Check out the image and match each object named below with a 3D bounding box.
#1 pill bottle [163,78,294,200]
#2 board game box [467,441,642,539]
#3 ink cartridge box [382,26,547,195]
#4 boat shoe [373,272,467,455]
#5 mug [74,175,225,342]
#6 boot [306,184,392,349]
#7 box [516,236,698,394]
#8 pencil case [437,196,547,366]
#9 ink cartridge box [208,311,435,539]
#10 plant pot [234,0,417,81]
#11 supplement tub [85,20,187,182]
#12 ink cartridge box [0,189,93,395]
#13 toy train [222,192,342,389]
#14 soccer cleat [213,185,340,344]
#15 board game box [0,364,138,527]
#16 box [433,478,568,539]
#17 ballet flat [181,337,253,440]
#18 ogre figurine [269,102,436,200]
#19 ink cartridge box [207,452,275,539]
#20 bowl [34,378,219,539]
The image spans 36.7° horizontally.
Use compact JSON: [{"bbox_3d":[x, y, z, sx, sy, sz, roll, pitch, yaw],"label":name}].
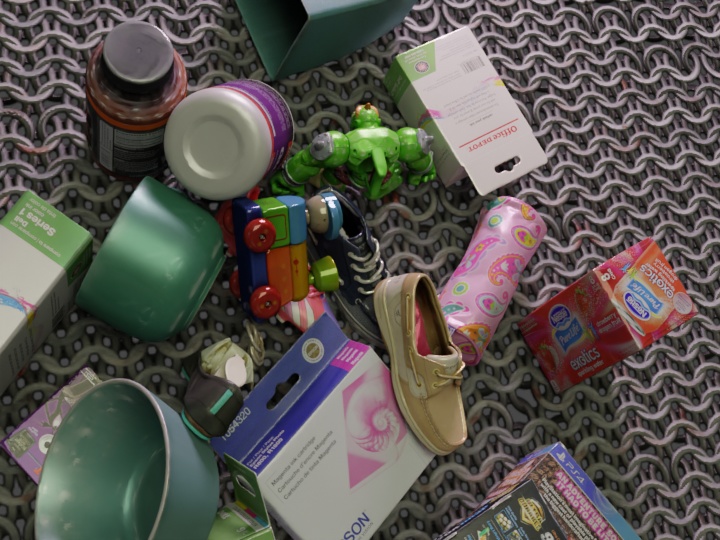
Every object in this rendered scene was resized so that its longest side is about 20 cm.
[{"bbox_3d":[-0.134,-0.146,1.173,0.111,0.200,0.114,2,104,7],"label":"pill bottle"},{"bbox_3d":[0.185,0.316,1.168,0.199,0.097,0.160,-39,86,-23],"label":"board game box"},{"bbox_3d":[0.128,-0.184,1.335,0.116,0.067,0.202,-26,80,-23],"label":"ink cartridge box"},{"bbox_3d":[0.075,0.099,1.166,0.073,0.069,0.202,-20,89,-44],"label":"boat shoe"},{"bbox_3d":[-0.203,-0.017,1.138,0.114,0.152,0.187,30,66,-7],"label":"mug"},{"bbox_3d":[0.000,0.000,1.224,0.073,0.090,0.200,-39,86,-24],"label":"boot"},{"bbox_3d":[0.272,0.055,1.224,0.095,0.200,0.100,-26,80,-24],"label":"box"},{"bbox_3d":[0.142,0.011,1.266,0.087,0.087,0.201,33,68,-3],"label":"pencil case"},{"bbox_3d":[-0.030,0.182,1.152,0.197,0.043,0.201,-47,108,-23],"label":"ink cartridge box"},{"bbox_3d":[-0.028,-0.342,1.308,0.198,0.141,0.143,-18,78,-28],"label":"plant pot"},{"bbox_3d":[-0.239,-0.181,1.154,0.105,0.200,0.108,5,68,-12],"label":"supplement tub"},{"bbox_3d":[-0.357,0.042,1.077,0.084,0.145,0.201,34,67,-1],"label":"ink cartridge box"},{"bbox_3d":[-0.073,0.018,1.146,0.114,0.085,0.203,-12,110,-22],"label":"toy train"},{"bbox_3d":[-0.084,-0.004,1.205,0.076,0.067,0.200,-44,82,13],"label":"soccer cleat"},{"bbox_3d":[-0.258,0.209,1.116,0.200,0.032,0.120,45,71,2],"label":"board game box"},{"bbox_3d":[0.155,0.335,1.075,0.158,0.046,0.201,-29,82,-22],"label":"box"},{"bbox_3d":[-0.139,0.112,1.090,0.068,0.200,0.069,42,93,-15],"label":"ballet flat"},{"bbox_3d":[0.005,-0.126,1.252,0.197,0.120,0.099,14,69,-12],"label":"ogre figurine"},{"bbox_3d":[-0.114,0.290,1.053,0.059,0.104,0.203,-19,100,-21],"label":"ink cartridge box"},{"bbox_3d":[-0.209,0.212,1.028,0.104,0.199,0.204,23,62,-46],"label":"bowl"}]
